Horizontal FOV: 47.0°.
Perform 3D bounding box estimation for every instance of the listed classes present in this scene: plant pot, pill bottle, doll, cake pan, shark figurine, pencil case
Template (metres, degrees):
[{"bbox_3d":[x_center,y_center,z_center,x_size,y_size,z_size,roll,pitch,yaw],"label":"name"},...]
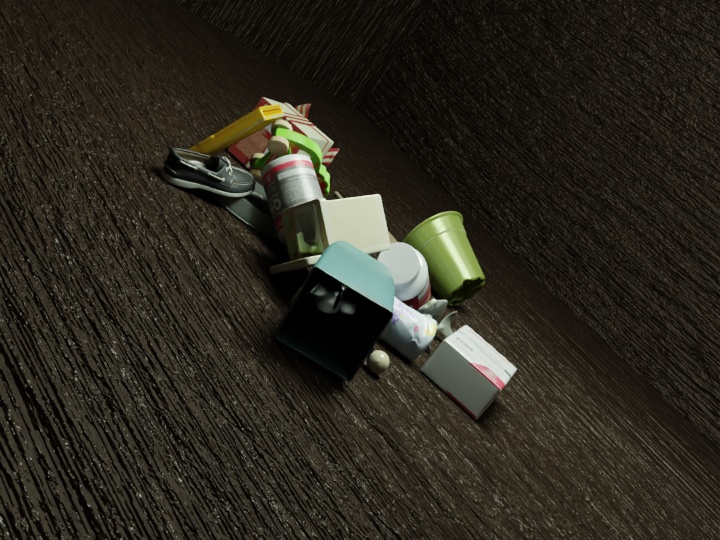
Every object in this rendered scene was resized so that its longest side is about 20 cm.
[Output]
[{"bbox_3d":[0.231,-0.017,2.172,0.199,0.200,0.191,14,39,-56],"label":"plant pot"},{"bbox_3d":[0.084,0.018,1.685,0.113,0.113,0.200,42,-9,18],"label":"pill bottle"},{"bbox_3d":[-0.025,0.100,1.433,0.200,0.049,0.136,42,24,11],"label":"doll"},{"bbox_3d":[-0.226,-0.144,1.716,0.199,0.037,0.201,36,15,-11],"label":"cake pan"},{"bbox_3d":[-0.029,0.043,1.339,0.140,0.142,0.201,30,24,-5],"label":"plant pot"},{"bbox_3d":[-0.121,-0.117,1.636,0.110,0.110,0.203,10,57,-60],"label":"pill bottle"},{"bbox_3d":[0.149,0.132,1.753,0.215,0.126,0.091,47,23,-67],"label":"shark figurine"},{"bbox_3d":[0.052,0.084,1.588,0.199,0.091,0.083,36,16,-6],"label":"pencil case"}]

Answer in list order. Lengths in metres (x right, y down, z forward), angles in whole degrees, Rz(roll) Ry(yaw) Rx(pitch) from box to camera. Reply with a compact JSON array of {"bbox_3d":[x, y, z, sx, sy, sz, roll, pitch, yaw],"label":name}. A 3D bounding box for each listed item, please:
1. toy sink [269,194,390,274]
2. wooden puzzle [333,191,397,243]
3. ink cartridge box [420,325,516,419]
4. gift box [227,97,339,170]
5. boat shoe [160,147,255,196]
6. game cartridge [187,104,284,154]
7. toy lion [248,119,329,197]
[{"bbox_3d":[-0.066,-0.070,1.506,0.198,0.129,0.114,-12,90,-38],"label":"toy sink"},{"bbox_3d":[0.021,-0.119,2.236,0.199,0.037,0.186,30,16,-43],"label":"wooden puzzle"},{"bbox_3d":[0.221,0.198,1.655,0.144,0.085,0.200,41,16,12],"label":"ink cartridge box"},{"bbox_3d":[-0.176,-0.309,2.021,0.185,0.200,0.186,46,15,12],"label":"gift box"},{"bbox_3d":[-0.283,-0.192,1.590,0.197,0.061,0.074,8,35,-34],"label":"boat shoe"},{"bbox_3d":[-0.268,-0.290,1.750,0.033,0.198,0.176,63,12,-8],"label":"game cartridge"},{"bbox_3d":[-0.148,-0.225,1.865,0.189,0.200,0.070,21,52,-20],"label":"toy lion"}]
